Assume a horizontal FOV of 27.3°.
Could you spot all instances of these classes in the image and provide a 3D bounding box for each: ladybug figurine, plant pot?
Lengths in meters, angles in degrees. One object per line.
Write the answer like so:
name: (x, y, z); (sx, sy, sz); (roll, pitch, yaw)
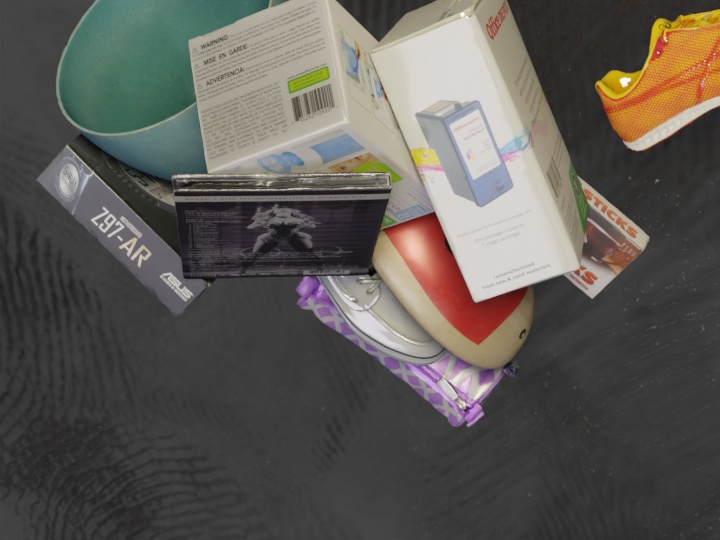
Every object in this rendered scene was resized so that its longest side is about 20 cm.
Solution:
ladybug figurine: (0.073, -0.010, 1.210); (0.072, 0.136, 0.200); (-36, 108, 30)
plant pot: (-0.126, -0.148, 1.198); (0.198, 0.202, 0.135); (-2, 145, 30)

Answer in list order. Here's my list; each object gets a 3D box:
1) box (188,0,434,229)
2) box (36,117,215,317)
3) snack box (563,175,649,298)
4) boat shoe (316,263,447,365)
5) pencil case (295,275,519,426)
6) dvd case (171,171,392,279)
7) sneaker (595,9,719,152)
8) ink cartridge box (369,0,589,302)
box: (-0.025, -0.103, 1.070); (0.111, 0.200, 0.103); (-18, 69, 20)
box: (-0.170, -0.064, 1.259); (0.160, 0.200, 0.043); (45, 112, -6)
snack box: (0.137, -0.065, 1.203); (0.199, 0.024, 0.072); (40, 133, -2)
boat shoe: (0.000, 0.000, 1.240); (0.200, 0.074, 0.067); (42, 161, 2)
pencil case: (0.038, 0.057, 1.309); (0.199, 0.086, 0.084); (37, 126, 2)
dvd case: (-0.059, -0.030, 1.076); (0.147, 0.016, 0.200); (-1, 163, -5)
sneaker: (0.247, -0.154, 1.046); (0.199, 0.073, 0.078); (-30, 95, 38)
ink cartridge box: (0.094, -0.101, 1.095); (0.087, 0.146, 0.202); (-18, 106, 18)
